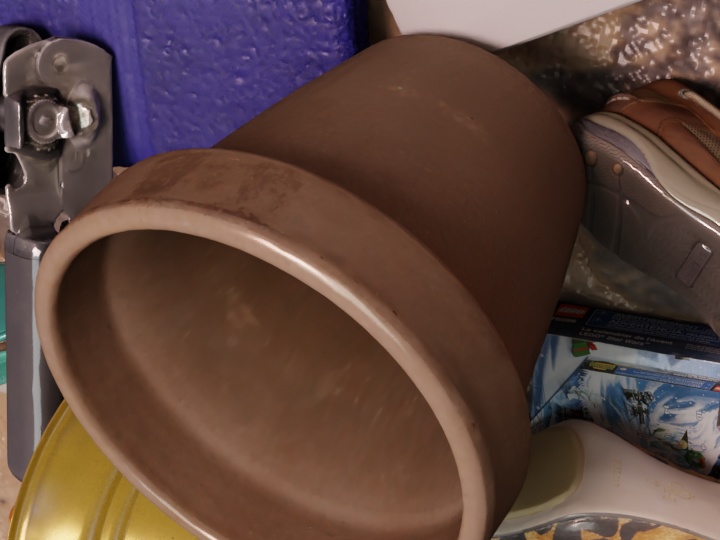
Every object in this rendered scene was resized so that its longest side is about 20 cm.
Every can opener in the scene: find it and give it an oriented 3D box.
[{"bbox_3d":[-0.140,-0.007,1.090,0.067,0.053,0.200,20,113,50],"label":"can opener"}]

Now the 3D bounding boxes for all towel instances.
[{"bbox_3d":[-0.088,-0.111,1.086,0.200,0.050,0.148,6,121,19],"label":"towel"}]

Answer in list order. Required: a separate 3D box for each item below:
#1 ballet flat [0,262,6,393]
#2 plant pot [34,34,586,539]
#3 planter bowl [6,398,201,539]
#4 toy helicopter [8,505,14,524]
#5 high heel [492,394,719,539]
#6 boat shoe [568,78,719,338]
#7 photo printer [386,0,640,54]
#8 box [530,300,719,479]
[{"bbox_3d":[-0.133,0.029,1.154,0.200,0.067,0.070,-13,123,29],"label":"ballet flat"},{"bbox_3d":[0.000,0.000,0.965,0.200,0.175,0.200,22,142,19],"label":"plant pot"},{"bbox_3d":[-0.056,0.124,1.066,0.083,0.200,0.201,10,117,35],"label":"planter bowl"},{"bbox_3d":[-0.124,0.193,1.203,0.079,0.132,0.200,-16,126,-9],"label":"toy helicopter"},{"bbox_3d":[0.132,0.126,1.047,0.200,0.071,0.143,-21,119,36],"label":"high heel"},{"bbox_3d":[0.172,-0.005,1.001,0.200,0.072,0.076,45,150,6],"label":"boat shoe"},{"bbox_3d":[0.058,-0.194,0.973,0.166,0.069,0.200,-17,105,27],"label":"photo printer"},{"bbox_3d":[0.142,0.120,1.093,0.137,0.040,0.200,10,115,19],"label":"box"}]
